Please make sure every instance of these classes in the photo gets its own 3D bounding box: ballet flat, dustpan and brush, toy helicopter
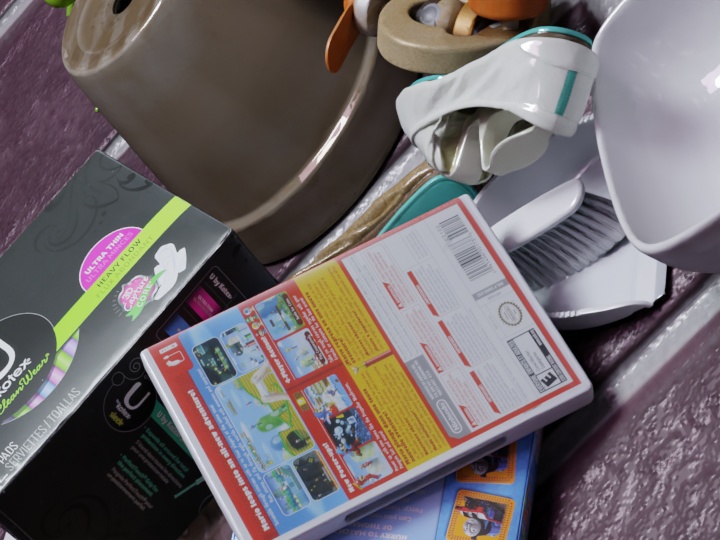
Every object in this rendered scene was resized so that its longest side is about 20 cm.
[{"bbox_3d":[0.068,-0.082,1.533,0.200,0.069,0.070,-22,43,65],"label":"ballet flat"},{"bbox_3d":[0.078,-0.013,1.541,0.200,0.057,0.140,-29,41,39],"label":"dustpan and brush"},{"bbox_3d":[0.050,-0.164,1.680,0.132,0.079,0.200,0,28,6],"label":"toy helicopter"},{"bbox_3d":[0.000,0.000,1.648,0.200,0.068,0.072,-46,12,17],"label":"ballet flat"}]

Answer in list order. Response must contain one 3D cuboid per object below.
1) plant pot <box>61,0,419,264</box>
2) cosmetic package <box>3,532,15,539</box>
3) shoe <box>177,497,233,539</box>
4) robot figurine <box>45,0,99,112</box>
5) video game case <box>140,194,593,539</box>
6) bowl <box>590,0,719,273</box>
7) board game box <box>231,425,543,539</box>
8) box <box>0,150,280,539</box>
[{"bbox_3d":[-0.089,-0.132,1.780,0.200,0.173,0.200,-34,37,31],"label":"plant pot"},{"bbox_3d":[-0.170,0.164,1.712,0.051,0.082,0.201,-16,50,45],"label":"cosmetic package"},{"bbox_3d":[-0.122,0.169,1.592,0.200,0.053,0.070,-42,34,23],"label":"shoe"},{"bbox_3d":[-0.141,-0.200,1.915,0.115,0.175,0.201,8,88,41],"label":"robot figurine"},{"bbox_3d":[0.002,0.055,1.462,0.200,0.017,0.143,-26,58,-10],"label":"video game case"},{"bbox_3d":[0.216,-0.099,1.416,0.200,0.075,0.200,-38,35,27],"label":"bowl"},{"bbox_3d":[0.015,0.114,1.456,0.151,0.037,0.201,5,57,10],"label":"board game box"},{"bbox_3d":[-0.144,0.061,1.569,0.200,0.124,0.148,-50,42,-10],"label":"box"}]
